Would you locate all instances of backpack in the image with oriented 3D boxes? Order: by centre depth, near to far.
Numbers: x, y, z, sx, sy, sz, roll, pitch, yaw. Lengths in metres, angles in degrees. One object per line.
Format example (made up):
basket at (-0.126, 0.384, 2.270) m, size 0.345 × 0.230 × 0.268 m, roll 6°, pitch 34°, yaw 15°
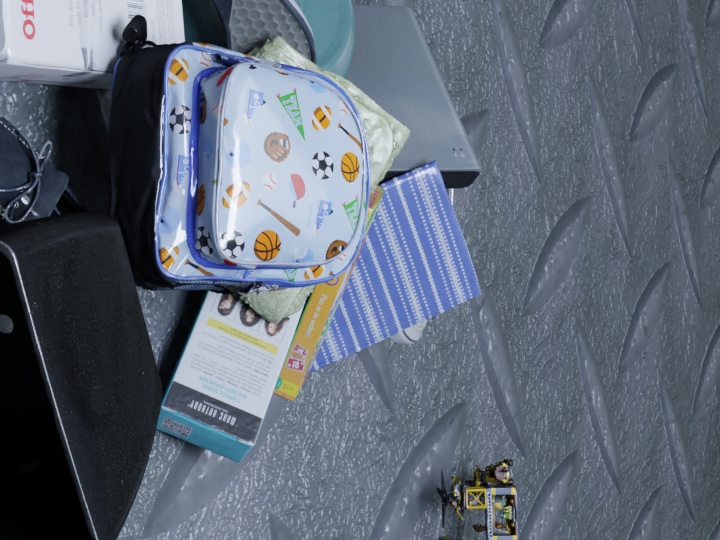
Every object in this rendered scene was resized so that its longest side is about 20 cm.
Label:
backpack at (-0.078, -0.071, 1.021) m, size 0.190 × 0.153 × 0.202 m, roll 3°, pitch 94°, yaw -48°

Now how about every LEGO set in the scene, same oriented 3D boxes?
LEGO set at (0.111, 0.306, 1.547) m, size 0.154 × 0.115 × 0.202 m, roll -77°, pitch 166°, yaw -86°

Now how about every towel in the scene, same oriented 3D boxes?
towel at (-0.068, -0.071, 1.139) m, size 0.201 × 0.148 × 0.037 m, roll -57°, pitch -174°, yaw 11°
towel at (0.000, 0.000, 1.297) m, size 0.024 × 0.199 × 0.146 m, roll -119°, pitch -173°, yaw -65°

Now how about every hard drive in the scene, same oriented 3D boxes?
hard drive at (0.019, -0.167, 1.337) m, size 0.138 × 0.033 × 0.201 m, roll -3°, pitch 58°, yaw -31°

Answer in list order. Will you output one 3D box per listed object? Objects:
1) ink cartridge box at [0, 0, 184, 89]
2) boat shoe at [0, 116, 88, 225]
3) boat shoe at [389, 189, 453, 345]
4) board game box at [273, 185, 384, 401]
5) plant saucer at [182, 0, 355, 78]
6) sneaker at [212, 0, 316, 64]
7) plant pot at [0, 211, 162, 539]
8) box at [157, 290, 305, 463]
ink cartridge box at (-0.219, -0.211, 1.020) m, size 0.199 × 0.082 × 0.148 m, roll -6°, pitch 93°, yaw -60°
boat shoe at (-0.239, -0.057, 0.994) m, size 0.201 × 0.062 × 0.075 m, roll 59°, pitch 42°, yaw -37°
boat shoe at (0.062, -0.029, 1.364) m, size 0.072 × 0.065 × 0.202 m, roll 29°, pitch 63°, yaw -55°
board game box at (-0.024, 0.008, 1.229) m, size 0.096 × 0.030 × 0.202 m, roll -63°, pitch 173°, yaw -74°
plant saucer at (-0.076, -0.234, 1.241) m, size 0.199 × 0.036 × 0.202 m, roll 11°, pitch 72°, yaw -36°
sneaker at (-0.091, -0.248, 1.160) m, size 0.147 × 0.076 × 0.203 m, roll -98°, pitch 169°, yaw -45°
plant pot at (-0.232, 0.059, 0.884) m, size 0.177 × 0.198 × 0.202 m, roll -50°, pitch 130°, yaw -64°
box at (-0.100, 0.052, 1.187) m, size 0.082 × 0.049 × 0.201 m, roll 24°, pitch 60°, yaw -7°
